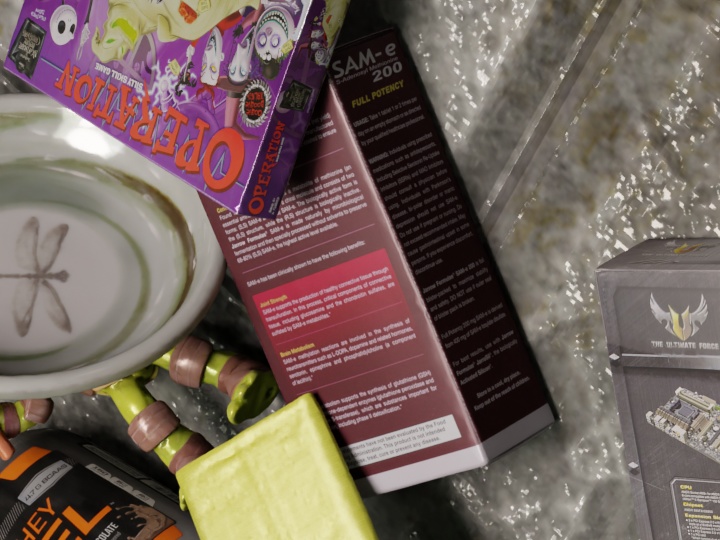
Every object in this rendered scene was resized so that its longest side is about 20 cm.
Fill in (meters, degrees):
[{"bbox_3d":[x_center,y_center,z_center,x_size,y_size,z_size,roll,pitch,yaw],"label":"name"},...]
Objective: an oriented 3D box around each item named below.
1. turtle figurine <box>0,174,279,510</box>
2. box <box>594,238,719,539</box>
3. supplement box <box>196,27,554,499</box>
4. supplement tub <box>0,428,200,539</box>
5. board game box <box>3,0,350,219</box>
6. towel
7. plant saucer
[{"bbox_3d":[-0.129,0.050,1.371,0.161,0.064,0.200,35,88,17],"label":"turtle figurine"},{"bbox_3d":[0.202,0.067,1.134,0.200,0.048,0.159,0,106,39],"label":"box"},{"bbox_3d":[0.000,0.000,1.266,0.109,0.061,0.201,-19,96,43],"label":"supplement box"},{"bbox_3d":[-0.137,0.161,1.403,0.200,0.122,0.123,26,122,29],"label":"supplement tub"},{"bbox_3d":[-0.088,-0.115,1.261,0.200,0.032,0.120,31,110,44],"label":"board game box"},{"bbox_3d":[-0.013,0.164,1.258,0.086,0.018,0.201,-31,75,21],"label":"towel"},{"bbox_3d":[-0.163,-0.002,1.303,0.200,0.200,0.050,33,142,25],"label":"plant saucer"}]
